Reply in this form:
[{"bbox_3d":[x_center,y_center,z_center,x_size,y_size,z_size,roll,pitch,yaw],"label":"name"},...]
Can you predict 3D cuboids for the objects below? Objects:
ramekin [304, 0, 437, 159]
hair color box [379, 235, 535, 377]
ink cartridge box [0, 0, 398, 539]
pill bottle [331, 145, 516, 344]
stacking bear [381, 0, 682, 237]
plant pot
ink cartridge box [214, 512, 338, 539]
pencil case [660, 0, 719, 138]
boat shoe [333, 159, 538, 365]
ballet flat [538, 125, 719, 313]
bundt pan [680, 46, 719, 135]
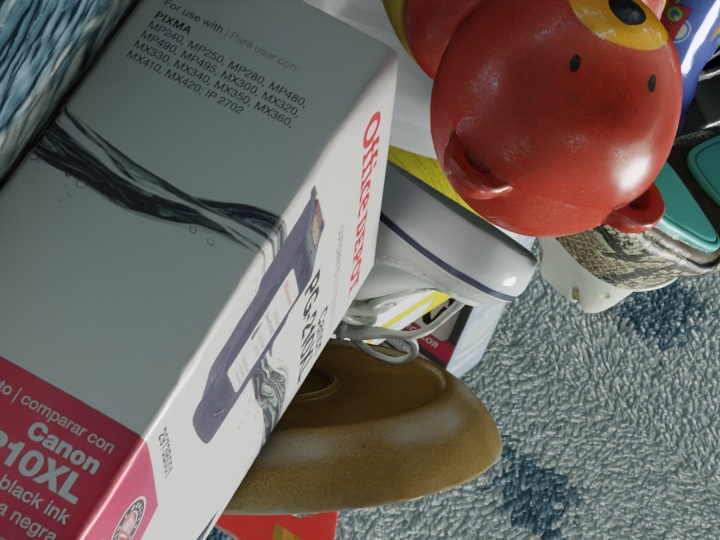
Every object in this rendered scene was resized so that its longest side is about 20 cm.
[{"bbox_3d":[0.035,-0.147,0.800,0.200,0.097,0.202,-157,-90,-87],"label":"ramekin"},{"bbox_3d":[0.050,-0.040,1.045,0.060,0.099,0.201,-31,150,-51],"label":"hair color box"},{"bbox_3d":[-0.071,0.020,0.597,0.201,0.084,0.145,-58,168,-26],"label":"ink cartridge box"},{"bbox_3d":[-0.015,-0.014,0.927,0.199,0.112,0.112,-30,162,-44],"label":"pill bottle"},{"bbox_3d":[0.055,-0.102,0.591,0.114,0.120,0.202,-46,-143,43],"label":"stacking bear"},{"bbox_3d":[-0.041,0.055,0.744,0.200,0.197,0.028,-68,160,-78],"label":"plant pot"},{"bbox_3d":[-0.076,0.071,0.947,0.045,0.175,0.200,-58,-175,12],"label":"ink cartridge box"},{"bbox_3d":[0.121,-0.115,0.723,0.087,0.078,0.201,-43,162,-55],"label":"pencil case"},{"bbox_3d":[-0.004,-0.002,0.754,0.087,0.074,0.202,-62,-148,1],"label":"boat shoe"},{"bbox_3d":[0.110,-0.018,0.693,0.075,0.068,0.199,-46,158,29],"label":"ballet flat"},{"bbox_3d":[0.159,-0.132,0.895,0.200,0.076,0.202,-23,163,-7],"label":"bundt pan"}]
